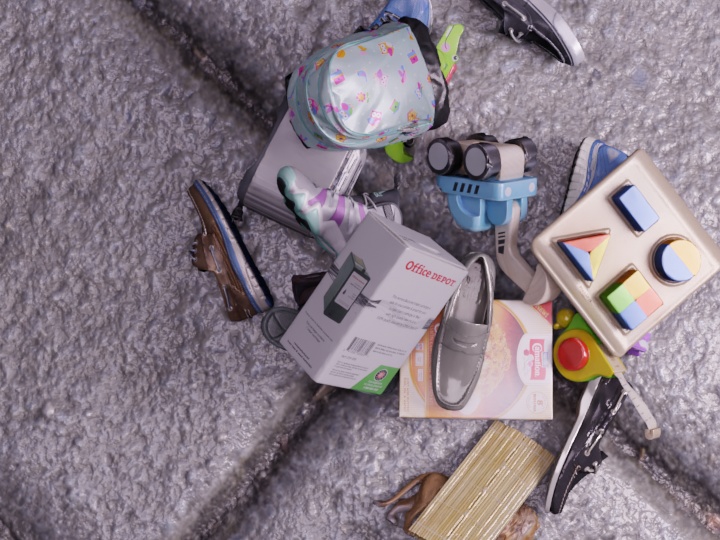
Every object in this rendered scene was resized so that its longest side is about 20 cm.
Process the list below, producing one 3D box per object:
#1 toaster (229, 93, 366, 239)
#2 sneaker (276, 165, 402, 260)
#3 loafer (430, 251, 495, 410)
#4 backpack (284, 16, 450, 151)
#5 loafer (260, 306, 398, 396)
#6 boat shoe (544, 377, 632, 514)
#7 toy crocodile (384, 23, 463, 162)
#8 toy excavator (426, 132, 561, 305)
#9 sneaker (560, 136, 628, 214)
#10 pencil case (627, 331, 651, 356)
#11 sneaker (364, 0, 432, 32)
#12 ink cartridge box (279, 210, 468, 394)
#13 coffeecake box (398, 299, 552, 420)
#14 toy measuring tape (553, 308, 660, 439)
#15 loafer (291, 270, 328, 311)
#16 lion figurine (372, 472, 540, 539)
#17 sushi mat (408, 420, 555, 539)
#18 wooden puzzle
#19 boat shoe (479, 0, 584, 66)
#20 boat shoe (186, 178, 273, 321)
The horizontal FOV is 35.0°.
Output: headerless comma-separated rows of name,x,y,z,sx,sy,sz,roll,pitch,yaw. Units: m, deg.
toaster,-0.076,-0.128,1.516,0.128,0.114,0.201,27,86,4
sneaker,-0.006,-0.085,1.441,0.140,0.078,0.200,-42,117,-7
loafer,0.128,0.075,1.430,0.069,0.070,0.202,9,83,4
backpack,0.007,-0.226,1.405,0.199,0.126,0.168,-21,92,-30
loafer,-0.042,0.105,1.522,0.199,0.063,0.072,29,79,-10
boat shoe,0.294,0.227,1.481,0.060,0.074,0.202,22,79,10
toy crocodile,0.087,-0.240,1.535,0.061,0.068,0.201,30,90,-1
toy excavator,0.182,-0.069,1.479,0.193,0.099,0.202,15,111,45
sneaker,0.306,-0.070,1.491,0.088,0.079,0.202,15,87,8
pencil case,0.372,0.013,1.487,0.085,0.084,0.202,23,90,-32
sneaker,0.033,-0.299,1.527,0.078,0.089,0.201,26,86,16
ink cartridge box,0.019,0.043,1.397,0.084,0.145,0.201,43,104,35
coffeecake box,0.151,0.118,1.496,0.198,0.073,0.155,0,83,4
toy measuring tape,0.299,0.138,1.439,0.073,0.074,0.201,-30,68,2
loafer,0.000,0.000,1.522,0.198,0.072,0.064,-23,80,5
lion figurine,0.126,0.316,1.486,0.199,0.073,0.123,34,80,11
sushi mat,0.158,0.286,1.463,0.095,0.012,0.200,31,62,25
wooden puzzle,0.338,-0.022,1.414,0.200,0.046,0.186,-40,95,-8
boat shoe,0.214,-0.338,1.529,0.068,0.072,0.200,-41,81,-2
boat shoe,-0.193,-0.025,1.537,0.072,0.072,0.201,-28,84,3
